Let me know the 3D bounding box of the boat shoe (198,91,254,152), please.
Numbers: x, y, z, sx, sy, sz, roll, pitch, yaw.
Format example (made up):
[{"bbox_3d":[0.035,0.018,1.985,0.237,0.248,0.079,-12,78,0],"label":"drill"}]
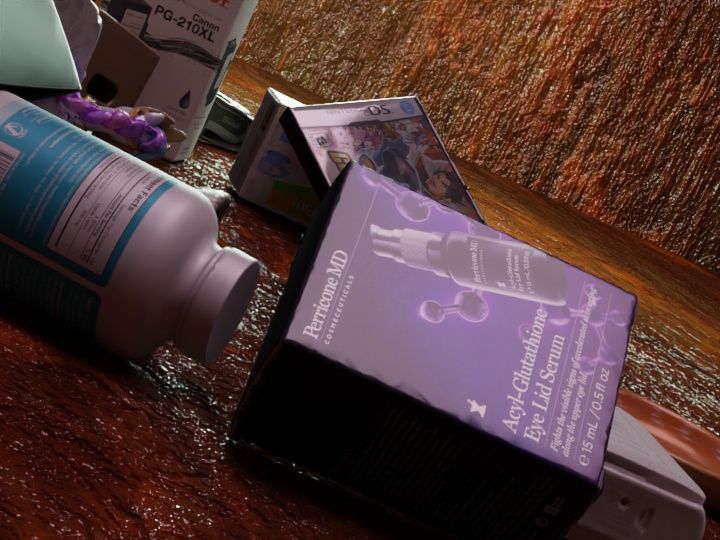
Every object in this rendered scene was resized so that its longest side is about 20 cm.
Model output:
[{"bbox_3d":[-0.179,-0.189,2.018,0.057,0.067,0.199,26,4,31],"label":"boat shoe"}]

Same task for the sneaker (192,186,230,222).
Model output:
[{"bbox_3d":[-0.157,-0.038,1.214,0.087,0.076,0.200,26,9,4],"label":"sneaker"}]

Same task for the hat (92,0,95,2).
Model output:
[{"bbox_3d":[-0.324,-0.315,1.837,0.166,0.200,0.176,56,26,10],"label":"hat"}]

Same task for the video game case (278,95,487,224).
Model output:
[{"bbox_3d":[0.031,-0.090,1.691,0.179,0.026,0.201,-9,63,-39],"label":"video game case"}]

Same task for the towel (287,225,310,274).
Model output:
[{"bbox_3d":[0.000,0.000,1.331,0.111,0.049,0.200,26,-10,-4],"label":"towel"}]

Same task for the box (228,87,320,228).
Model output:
[{"bbox_3d":[-0.029,-0.100,1.780,0.198,0.113,0.101,24,10,-16],"label":"box"}]

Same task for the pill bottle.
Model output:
[{"bbox_3d":[-0.162,-0.020,0.986,0.199,0.112,0.111,28,9,8],"label":"pill bottle"}]

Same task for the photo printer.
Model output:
[{"bbox_3d":[0.135,0.122,1.132,0.165,0.070,0.200,24,9,-12],"label":"photo printer"}]

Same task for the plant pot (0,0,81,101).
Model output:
[{"bbox_3d":[-0.316,-0.186,1.034,0.197,0.179,0.200,-9,3,13],"label":"plant pot"}]

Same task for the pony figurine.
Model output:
[{"bbox_3d":[-0.262,-0.142,1.355,0.198,0.168,0.193,12,-3,18],"label":"pony figurine"}]

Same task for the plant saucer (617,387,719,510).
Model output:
[{"bbox_3d":[0.254,0.150,1.406,0.199,0.038,0.200,25,10,-5],"label":"plant saucer"}]

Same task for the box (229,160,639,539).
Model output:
[{"bbox_3d":[0.045,0.055,0.956,0.198,0.105,0.149,24,50,-6],"label":"box"}]

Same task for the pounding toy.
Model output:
[{"bbox_3d":[-0.339,-0.219,1.628,0.183,0.143,0.200,29,-1,17],"label":"pounding toy"}]

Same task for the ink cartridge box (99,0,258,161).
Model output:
[{"bbox_3d":[-0.217,-0.240,1.777,0.144,0.202,0.084,26,9,3],"label":"ink cartridge box"}]
